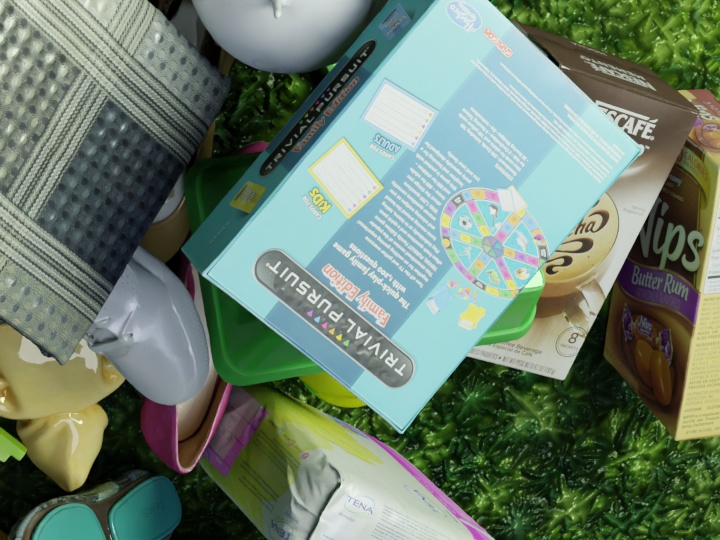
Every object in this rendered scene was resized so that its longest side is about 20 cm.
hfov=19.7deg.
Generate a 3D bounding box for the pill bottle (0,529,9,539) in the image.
[{"bbox_3d":[-0.253,0.211,1.296,0.111,0.111,0.200,-40,125,4],"label":"pill bottle"}]

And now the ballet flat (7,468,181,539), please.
[{"bbox_3d":[-0.178,0.172,1.275,0.074,0.074,0.200,-57,165,14],"label":"ballet flat"}]

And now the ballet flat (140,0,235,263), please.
[{"bbox_3d":[-0.117,-0.088,1.207,0.068,0.063,0.201,20,109,9],"label":"ballet flat"}]

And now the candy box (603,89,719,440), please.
[{"bbox_3d":[0.216,-0.005,1.357,0.056,0.117,0.201,-4,118,-19],"label":"candy box"}]

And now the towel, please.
[{"bbox_3d":[-0.170,-0.077,1.069,0.200,0.034,0.193,45,68,-45],"label":"towel"}]

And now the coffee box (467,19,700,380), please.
[{"bbox_3d":[0.113,-0.043,1.316,0.113,0.080,0.201,14,112,-27],"label":"coffee box"}]

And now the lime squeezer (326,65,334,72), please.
[{"bbox_3d":[-0.009,-0.065,1.291,0.070,0.038,0.201,9,119,9],"label":"lime squeezer"}]

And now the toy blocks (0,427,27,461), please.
[{"bbox_3d":[-0.310,0.094,1.179,0.200,0.100,0.137,38,87,-6],"label":"toy blocks"}]

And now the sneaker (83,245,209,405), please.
[{"bbox_3d":[-0.161,0.008,1.152,0.075,0.089,0.200,-16,116,35],"label":"sneaker"}]

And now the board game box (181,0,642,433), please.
[{"bbox_3d":[0.028,-0.038,1.086,0.151,0.047,0.200,40,92,-27],"label":"board game box"}]

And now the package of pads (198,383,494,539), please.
[{"bbox_3d":[-0.013,0.140,1.296,0.154,0.200,0.068,29,93,-31],"label":"package of pads"}]

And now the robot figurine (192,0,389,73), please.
[{"bbox_3d":[-0.020,-0.172,1.141,0.200,0.169,0.113,-26,133,-56],"label":"robot figurine"}]

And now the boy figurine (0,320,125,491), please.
[{"bbox_3d":[-0.187,0.042,1.257,0.124,0.064,0.201,-19,123,-11],"label":"boy figurine"}]

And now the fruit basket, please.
[{"bbox_3d":[0.000,0.000,1.231,0.215,0.216,0.156,-8,85,-17],"label":"fruit basket"}]

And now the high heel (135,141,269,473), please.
[{"bbox_3d":[-0.086,0.023,1.265,0.067,0.096,0.200,20,109,-29],"label":"high heel"}]
